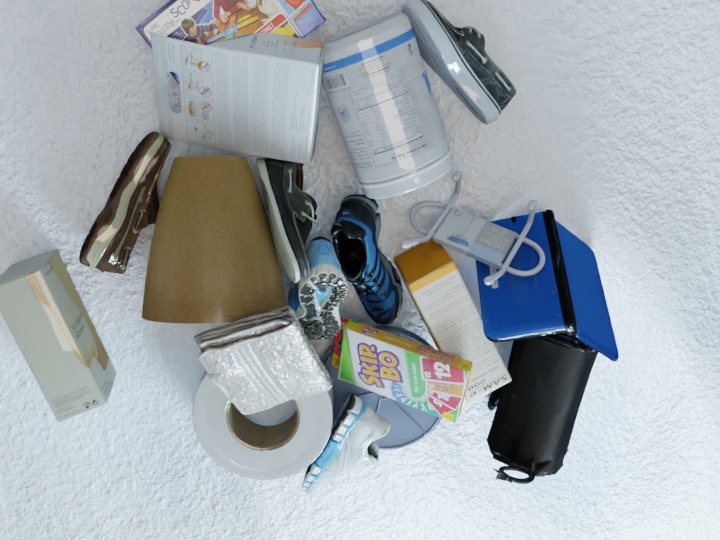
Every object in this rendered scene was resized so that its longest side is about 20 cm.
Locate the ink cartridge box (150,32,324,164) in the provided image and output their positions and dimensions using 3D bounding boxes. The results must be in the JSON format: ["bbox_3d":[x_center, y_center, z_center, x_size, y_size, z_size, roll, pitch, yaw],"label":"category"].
[{"bbox_3d":[-0.148,-0.217,0.923,0.198,0.050,0.163,12,141,0],"label":"ink cartridge box"}]

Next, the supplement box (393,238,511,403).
[{"bbox_3d":[0.127,0.068,1.059,0.073,0.126,0.201,-28,109,2],"label":"supplement box"}]

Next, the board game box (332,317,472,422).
[{"bbox_3d":[0.050,0.136,1.037,0.198,0.030,0.096,20,126,17],"label":"board game box"}]

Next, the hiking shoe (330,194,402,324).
[{"bbox_3d":[0.000,0.000,1.023,0.074,0.087,0.202,-3,122,29],"label":"hiking shoe"}]

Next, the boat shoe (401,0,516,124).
[{"bbox_3d":[0.132,-0.287,0.987,0.071,0.072,0.200,-46,118,-2],"label":"boat shoe"}]

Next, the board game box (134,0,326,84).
[{"bbox_3d":[-0.162,-0.310,0.944,0.199,0.034,0.136,-36,108,3],"label":"board game box"}]

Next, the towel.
[{"bbox_3d":[-0.118,0.121,0.946,0.131,0.035,0.201,-16,144,5],"label":"towel"}]

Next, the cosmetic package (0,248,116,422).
[{"bbox_3d":[-0.403,0.084,0.996,0.070,0.105,0.202,-20,111,-4],"label":"cosmetic package"}]

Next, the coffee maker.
[{"bbox_3d":[0.267,0.181,1.082,0.133,0.192,0.202,12,104,3],"label":"coffee maker"}]

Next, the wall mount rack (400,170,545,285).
[{"bbox_3d":[0.144,-0.046,0.989,0.198,0.174,0.075,24,145,18],"label":"wall mount rack"}]

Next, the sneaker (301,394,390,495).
[{"bbox_3d":[-0.021,0.275,1.101,0.086,0.075,0.201,28,124,-6],"label":"sneaker"}]

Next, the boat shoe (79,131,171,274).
[{"bbox_3d":[-0.291,-0.084,0.983,0.074,0.075,0.203,27,109,-26],"label":"boat shoe"}]

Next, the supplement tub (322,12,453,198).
[{"bbox_3d":[0.030,-0.209,0.955,0.131,0.132,0.202,-22,110,-1],"label":"supplement tub"}]

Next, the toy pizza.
[{"bbox_3d":[0.034,0.173,1.116,0.198,0.032,0.203,1,107,4],"label":"toy pizza"}]

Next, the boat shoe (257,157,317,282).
[{"bbox_3d":[-0.085,-0.074,0.954,0.067,0.201,0.072,-10,142,-9],"label":"boat shoe"}]

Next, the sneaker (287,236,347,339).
[{"bbox_3d":[-0.060,0.028,1.018,0.077,0.091,0.201,4,146,-16],"label":"sneaker"}]

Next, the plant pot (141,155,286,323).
[{"bbox_3d":[-0.191,-0.043,0.962,0.184,0.186,0.203,-2,95,-8],"label":"plant pot"}]

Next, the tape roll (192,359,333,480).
[{"bbox_3d":[-0.137,0.195,1.075,0.200,0.071,0.205,0,106,-1],"label":"tape roll"}]

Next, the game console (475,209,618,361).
[{"bbox_3d":[0.256,0.029,1.047,0.169,0.202,0.119,-10,140,13],"label":"game console"}]
